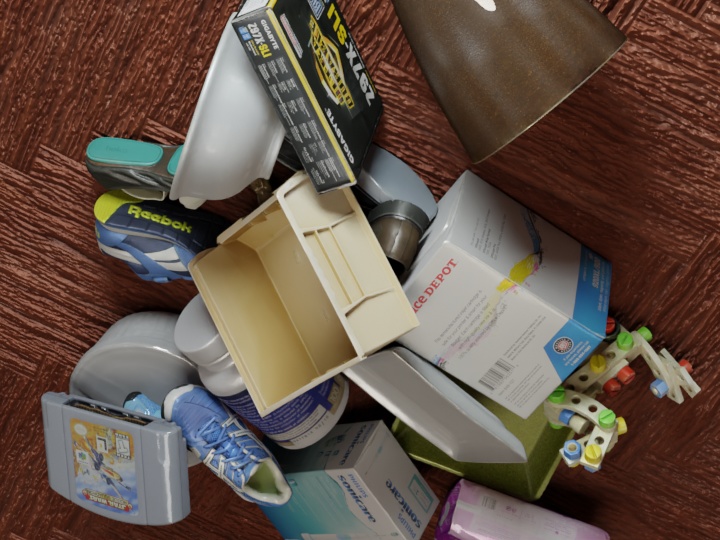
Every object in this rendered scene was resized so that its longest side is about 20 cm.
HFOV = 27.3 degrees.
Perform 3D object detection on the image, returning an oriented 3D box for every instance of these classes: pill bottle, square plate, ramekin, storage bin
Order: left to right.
[{"bbox_3d":[-0.245,0.139,1.807,0.202,0.094,0.203,6,126,9],"label":"ramekin"},{"bbox_3d":[-0.116,0.108,1.708,0.119,0.120,0.200,-24,132,28],"label":"pill bottle"},{"bbox_3d":[-0.065,0.020,1.543,0.200,0.094,0.199,-34,82,51],"label":"storage bin"},{"bbox_3d":[0.077,0.147,1.658,0.198,0.028,0.200,39,163,-12],"label":"square plate"}]

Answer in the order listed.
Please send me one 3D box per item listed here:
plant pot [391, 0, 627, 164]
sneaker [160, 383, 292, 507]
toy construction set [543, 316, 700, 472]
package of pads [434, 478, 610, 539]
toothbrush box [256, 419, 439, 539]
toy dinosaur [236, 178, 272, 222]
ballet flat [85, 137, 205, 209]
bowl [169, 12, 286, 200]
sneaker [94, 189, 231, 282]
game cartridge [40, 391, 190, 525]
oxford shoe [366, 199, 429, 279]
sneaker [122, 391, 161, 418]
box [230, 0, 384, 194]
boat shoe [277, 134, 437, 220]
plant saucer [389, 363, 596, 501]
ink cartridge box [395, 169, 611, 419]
[{"bbox_3d":[0.117,-0.237,1.406,0.187,0.187,0.200,-37,95,33],"label":"plant pot"},{"bbox_3d":[-0.148,0.201,1.710,0.200,0.076,0.077,45,165,-28],"label":"sneaker"},{"bbox_3d":[0.280,0.129,1.630,0.131,0.200,0.092,44,147,31],"label":"toy construction set"},{"bbox_3d":[0.196,0.325,1.815,0.199,0.076,0.121,20,162,-1],"label":"package of pads"},{"bbox_3d":[-0.028,0.269,1.822,0.200,0.085,0.147,-12,123,42],"label":"toothbrush box"},{"bbox_3d":[-0.067,-0.029,1.663,0.200,0.058,0.101,38,124,-14],"label":"toy dinosaur"},{"bbox_3d":[-0.208,-0.108,1.642,0.199,0.068,0.069,9,138,21],"label":"ballet flat"},{"bbox_3d":[-0.119,-0.152,1.498,0.090,0.201,0.201,19,128,-5],"label":"bowl"},{"bbox_3d":[-0.211,-0.025,1.696,0.199,0.074,0.082,23,136,0],"label":"sneaker"},{"bbox_3d":[-0.285,0.221,1.714,0.199,0.041,0.134,10,108,30],"label":"game cartridge"},{"bbox_3d":[0.000,0.000,1.589,0.073,0.085,0.200,25,150,-10],"label":"oxford shoe"},{"bbox_3d":[-0.289,0.210,1.779,0.090,0.078,0.200,47,125,4],"label":"sneaker"},{"bbox_3d":[-0.047,-0.201,1.466,0.049,0.160,0.200,-15,119,21],"label":"box"},{"bbox_3d":[-0.014,-0.099,1.587,0.199,0.074,0.068,30,126,-6],"label":"boat shoe"},{"bbox_3d":[0.153,0.162,1.751,0.199,0.048,0.200,21,128,-1],"label":"plant saucer"},{"bbox_3d":[0.144,0.025,1.592,0.200,0.145,0.147,32,126,-10],"label":"ink cartridge box"}]
